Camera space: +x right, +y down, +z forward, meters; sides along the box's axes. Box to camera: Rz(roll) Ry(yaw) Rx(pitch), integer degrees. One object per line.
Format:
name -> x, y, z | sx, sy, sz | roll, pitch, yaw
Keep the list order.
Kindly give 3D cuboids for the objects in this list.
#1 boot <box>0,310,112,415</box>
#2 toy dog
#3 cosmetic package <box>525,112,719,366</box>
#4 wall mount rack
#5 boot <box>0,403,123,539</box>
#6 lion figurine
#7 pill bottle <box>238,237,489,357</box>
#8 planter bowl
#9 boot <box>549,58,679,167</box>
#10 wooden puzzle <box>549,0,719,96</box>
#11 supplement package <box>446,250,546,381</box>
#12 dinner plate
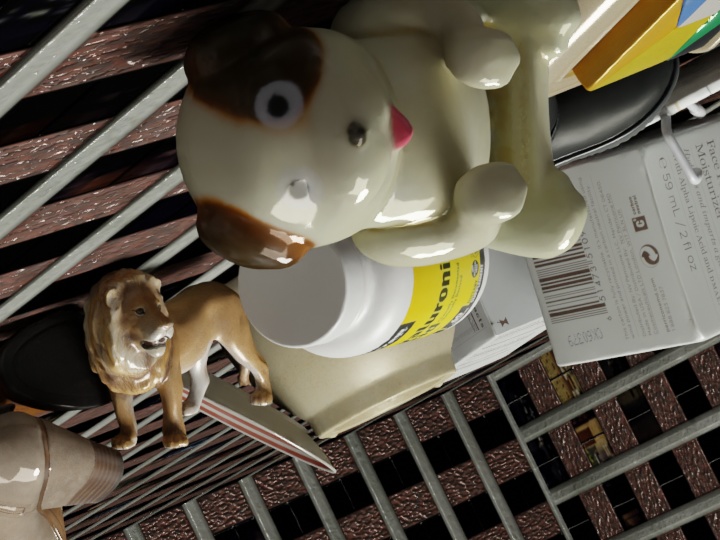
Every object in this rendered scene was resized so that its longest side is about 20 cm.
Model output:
boot -> -0.244, 0.080, 1.634 | 0.200, 0.069, 0.188 | -21, -176, 30
toy dog -> -0.005, -0.071, 1.095 | 0.194, 0.140, 0.200 | 11, -167, 26
cosmetic package -> 0.259, -0.033, 1.977 | 0.200, 0.165, 0.165 | -21, -175, -41
wall mount rack -> 0.291, -0.142, 1.808 | 0.200, 0.075, 0.174 | -27, -161, 19
boot -> -0.250, 0.157, 1.541 | 0.146, 0.070, 0.200 | 8, 134, -37
lion figurine -> -0.120, 0.045, 1.580 | 0.072, 0.123, 0.200 | -1, -169, 20
pill bottle -> 0.000, 0.000, 1.621 | 0.111, 0.111, 0.200 | -29, 172, 27
planter bowl -> -0.007, 0.046, 1.845 | 0.200, 0.135, 0.200 | -25, 172, -4
boot -> 0.110, -0.111, 1.444 | 0.165, 0.066, 0.200 | -34, 165, 7
wooden puzzle -> 0.188, -0.158, 1.318 | 0.200, 0.037, 0.185 | -17, 159, -47
supplement package -> 0.105, 0.018, 2.125 | 0.109, 0.114, 0.200 | -21, 172, -25
dinner plate -> -0.104, 0.101, 1.831 | 0.024, 0.200, 0.200 | -62, 176, -7
